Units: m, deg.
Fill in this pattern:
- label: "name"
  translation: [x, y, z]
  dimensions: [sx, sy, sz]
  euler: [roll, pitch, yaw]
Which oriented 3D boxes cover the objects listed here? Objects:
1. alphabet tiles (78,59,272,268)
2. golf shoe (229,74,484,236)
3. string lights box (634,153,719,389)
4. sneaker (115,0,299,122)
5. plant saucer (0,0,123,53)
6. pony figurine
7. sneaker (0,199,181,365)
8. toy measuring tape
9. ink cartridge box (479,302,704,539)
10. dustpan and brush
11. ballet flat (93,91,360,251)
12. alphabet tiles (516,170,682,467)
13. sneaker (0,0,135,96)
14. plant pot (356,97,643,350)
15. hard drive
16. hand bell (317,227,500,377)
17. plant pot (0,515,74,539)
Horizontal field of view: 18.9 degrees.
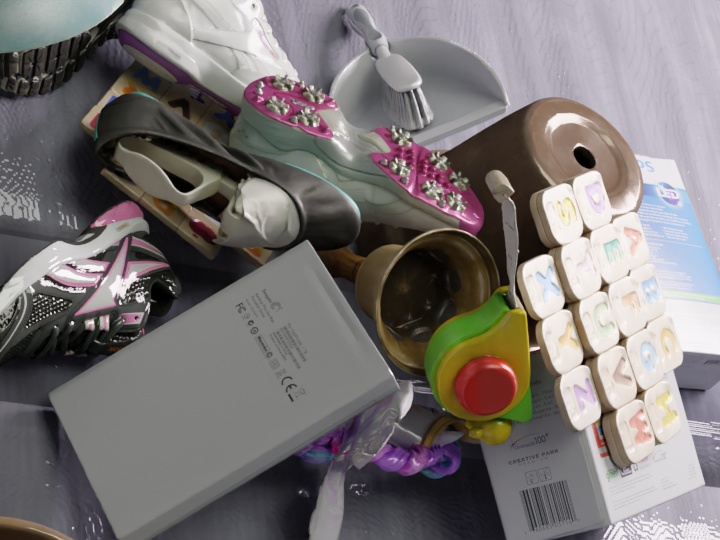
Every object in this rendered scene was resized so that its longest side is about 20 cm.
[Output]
- label: "alphabet tiles"
  translation: [-0.120, -0.081, 1.599]
  dimensions: [0.166, 0.006, 0.200]
  euler: [39, 28, -7]
- label: "golf shoe"
  translation: [-0.006, -0.066, 1.597]
  dimensions: [0.200, 0.092, 0.075]
  euler: [29, 31, 0]
- label: "string lights box"
  translation: [0.243, -0.003, 1.819]
  dimensions: [0.102, 0.059, 0.201]
  euler: [7, 54, -35]
- label: "sneaker"
  translation: [-0.083, -0.164, 1.639]
  dimensions: [0.200, 0.075, 0.100]
  euler: [32, 80, -26]
- label: "plant saucer"
  translation: [-0.259, -0.231, 1.550]
  dimensions: [0.200, 0.039, 0.201]
  euler: [1, 45, -1]
- label: "pony figurine"
  translation: [-0.024, 0.106, 1.474]
  dimensions: [0.200, 0.167, 0.193]
  euler: [29, 33, 4]
- label: "sneaker"
  translation: [-0.185, 0.025, 1.447]
  dimensions: [0.086, 0.080, 0.200]
  euler: [48, 43, 2]
- label: "toy measuring tape"
  translation: [0.074, 0.032, 1.439]
  dimensions: [0.073, 0.201, 0.074]
  euler: [-5, 29, 3]
- label: "ink cartridge box"
  translation: [0.160, 0.095, 1.580]
  dimensions: [0.200, 0.084, 0.176]
  euler: [-5, 79, -62]
- label: "dustpan and brush"
  translation: [0.024, -0.164, 1.761]
  dimensions: [0.200, 0.139, 0.057]
  euler: [-122, -168, -61]
- label: "ballet flat"
  translation: [-0.099, -0.054, 1.505]
  dimensions: [0.199, 0.068, 0.068]
  euler: [25, 39, 4]
- label: "alphabet tiles"
  translation: [0.174, 0.032, 1.524]
  dimensions: [0.195, 0.015, 0.201]
  euler: [-22, 93, -57]
- label: "sneaker"
  translation: [-0.230, -0.197, 1.604]
  dimensions: [0.089, 0.079, 0.200]
  euler: [35, 37, 11]
- label: "plant pot"
  translation: [0.122, -0.039, 1.668]
  dimensions: [0.200, 0.175, 0.201]
  euler: [20, 48, -24]
- label: "hard drive"
  translation: [-0.090, 0.078, 1.397]
  dimensions: [0.132, 0.200, 0.026]
  euler: [57, -4, 38]
- label: "hand bell"
  translation: [0.000, 0.000, 1.556]
  dimensions: [0.104, 0.200, 0.105]
  euler: [-10, 109, -32]
- label: "plant pot"
  translation: [-0.213, 0.249, 1.235]
  dimensions: [0.200, 0.093, 0.201]
  euler: [21, 46, -23]
